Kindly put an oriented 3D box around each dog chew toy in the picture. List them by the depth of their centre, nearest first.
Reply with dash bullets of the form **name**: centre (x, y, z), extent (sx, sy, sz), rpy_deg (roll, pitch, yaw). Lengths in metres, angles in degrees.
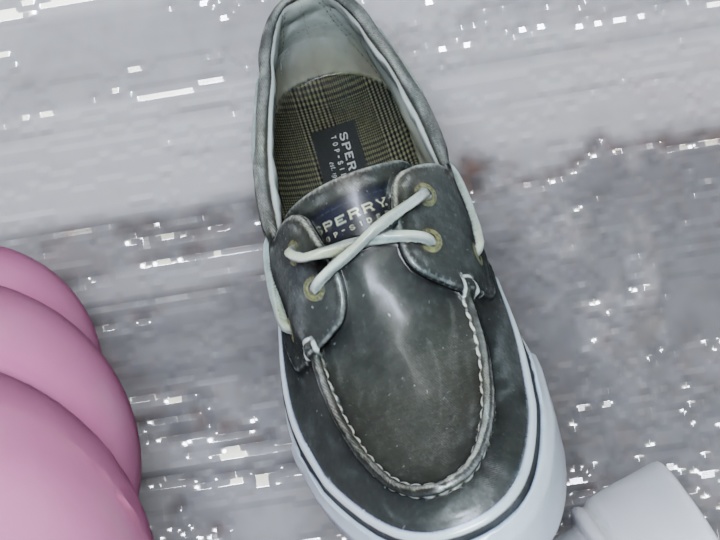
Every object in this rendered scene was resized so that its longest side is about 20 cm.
- **dog chew toy**: centre (-0.114, 0.060, 0.764), extent (0.124, 0.200, 0.125), rpy_deg (0, 119, -1)

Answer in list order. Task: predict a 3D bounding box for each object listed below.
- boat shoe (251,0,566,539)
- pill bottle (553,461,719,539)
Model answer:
- **boat shoe**: centre (0.000, 0.000, 0.771), extent (0.072, 0.071, 0.200), rpy_deg (-22, 46, 0)
- **pill bottle**: centre (0.017, 0.137, 0.761), extent (0.199, 0.111, 0.112), rpy_deg (-30, 76, -2)
